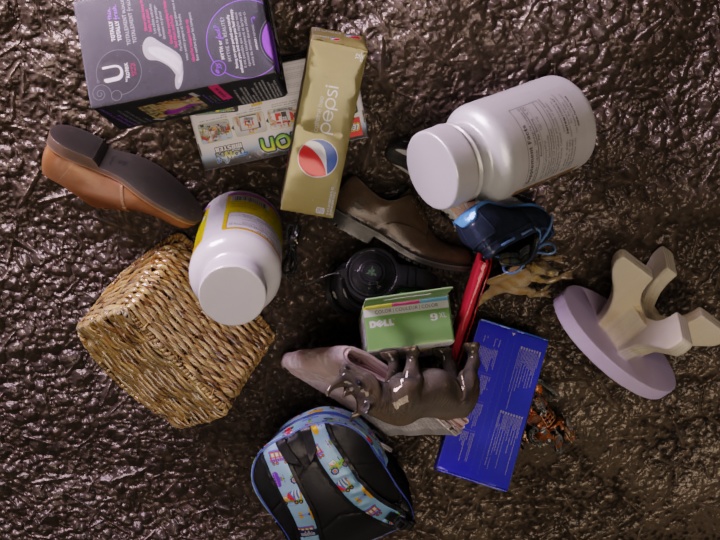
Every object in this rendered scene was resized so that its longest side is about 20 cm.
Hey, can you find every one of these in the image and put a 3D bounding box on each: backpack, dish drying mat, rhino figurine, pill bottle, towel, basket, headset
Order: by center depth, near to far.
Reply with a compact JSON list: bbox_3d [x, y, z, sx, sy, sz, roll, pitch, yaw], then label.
[{"bbox_3d":[0.156,-0.140,1.162,0.200,0.114,0.114,-23,118,-29],"label":"pill bottle"},{"bbox_3d":[0.052,0.131,1.175,0.200,0.060,0.088,-2,77,-28],"label":"rhino figurine"},{"bbox_3d":[-0.142,-0.013,1.198,0.104,0.200,0.104,-1,114,-2],"label":"pill bottle"},{"bbox_3d":[0.000,0.000,1.261,0.200,0.123,0.094,9,75,-24],"label":"headset"},{"bbox_3d":[0.125,0.071,1.285,0.018,0.077,0.200,15,109,-1],"label":"dish drying mat"},{"bbox_3d":[0.011,0.153,1.298,0.191,0.200,0.032,35,69,-18],"label":"towel"},{"bbox_3d":[-0.235,0.081,1.311,0.143,0.149,0.200,-22,119,43],"label":"basket"},{"bbox_3d":[-0.045,0.266,1.364,0.182,0.135,0.200,-26,114,10],"label":"backpack"}]

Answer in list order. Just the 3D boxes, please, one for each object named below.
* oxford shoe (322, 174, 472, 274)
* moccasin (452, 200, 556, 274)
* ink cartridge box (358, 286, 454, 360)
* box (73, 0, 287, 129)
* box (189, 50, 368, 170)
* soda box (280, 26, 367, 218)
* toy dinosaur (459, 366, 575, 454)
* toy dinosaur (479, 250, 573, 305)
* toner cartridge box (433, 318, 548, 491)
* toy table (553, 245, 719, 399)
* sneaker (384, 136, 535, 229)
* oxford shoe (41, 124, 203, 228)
[{"bbox_3d":[0.060,-0.055,1.264,0.200,0.073,0.084,25,95,-21],"label":"oxford shoe"},{"bbox_3d":[0.168,-0.031,1.182,0.080,0.200,0.068,-42,69,30],"label":"moccasin"},{"bbox_3d":[0.055,0.069,1.248,0.104,0.200,0.059,-7,80,-3],"label":"ink cartridge box"},{"bbox_3d":[-0.191,-0.238,1.125,0.200,0.106,0.122,-10,85,1],"label":"box"},{"bbox_3d":[-0.098,-0.191,1.211,0.200,0.035,0.110,-11,114,1],"label":"box"},{"bbox_3d":[-0.043,-0.166,1.169,0.064,0.068,0.200,9,114,-7],"label":"soda box"},{"bbox_3d":[0.188,0.189,1.385,0.200,0.102,0.136,36,94,9],"label":"toy dinosaur"},{"bbox_3d":[0.196,0.011,1.298,0.101,0.200,0.058,-7,74,-28],"label":"toy dinosaur"},{"bbox_3d":[0.166,0.171,1.322,0.095,0.043,0.200,18,78,0],"label":"toner cartridge box"},{"bbox_3d":[0.352,0.062,1.289,0.200,0.184,0.117,27,127,-27],"label":"toy table"},{"bbox_3d":[0.112,-0.092,1.249,0.200,0.074,0.080,27,112,-14],"label":"sneaker"},{"bbox_3d":[-0.282,-0.097,1.230,0.200,0.071,0.071,28,120,-5],"label":"oxford shoe"}]
